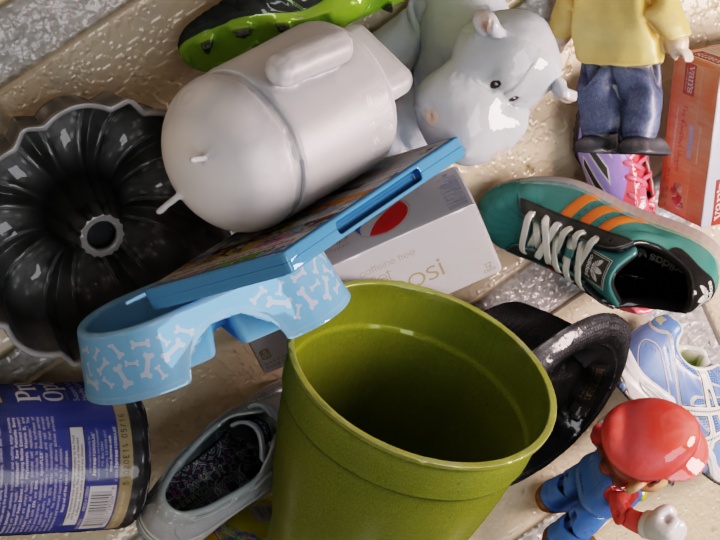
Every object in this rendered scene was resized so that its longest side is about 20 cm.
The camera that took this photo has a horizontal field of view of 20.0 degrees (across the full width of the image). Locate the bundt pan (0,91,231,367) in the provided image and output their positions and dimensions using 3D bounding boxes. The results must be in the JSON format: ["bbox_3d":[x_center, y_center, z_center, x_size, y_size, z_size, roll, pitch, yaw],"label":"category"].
[{"bbox_3d":[-0.195,-0.037,1.461,0.201,0.076,0.202,-10,115,-21],"label":"bundt pan"}]

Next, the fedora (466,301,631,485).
[{"bbox_3d":[0.126,0.085,1.637,0.200,0.092,0.201,-36,153,-22],"label":"fedora"}]

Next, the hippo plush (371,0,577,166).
[{"bbox_3d":[0.100,-0.144,1.501,0.159,0.161,0.200,36,95,-33],"label":"hippo plush"}]

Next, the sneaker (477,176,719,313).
[{"bbox_3d":[0.181,-0.018,1.590,0.200,0.080,0.072,16,116,12],"label":"sneaker"}]

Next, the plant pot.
[{"bbox_3d":[0.017,0.143,1.501,0.200,0.201,0.193,1,129,-26],"label":"plant pot"}]

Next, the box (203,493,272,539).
[{"bbox_3d":[-0.049,0.278,1.646,0.200,0.122,0.193,1,113,-25],"label":"box"}]

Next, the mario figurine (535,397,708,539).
[{"bbox_3d":[0.228,0.174,1.689,0.106,0.124,0.200,-29,167,-36],"label":"mario figurine"}]

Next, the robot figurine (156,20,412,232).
[{"bbox_3d":[-0.055,-0.098,1.400,0.200,0.113,0.170,-33,156,-36],"label":"robot figurine"}]

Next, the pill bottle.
[{"bbox_3d":[-0.262,0.138,1.487,0.200,0.112,0.112,0,112,-26],"label":"pill bottle"}]

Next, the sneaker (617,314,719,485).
[{"bbox_3d":[0.288,0.116,1.757,0.077,0.076,0.200,-44,124,4],"label":"sneaker"}]

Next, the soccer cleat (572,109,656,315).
[{"bbox_3d":[0.214,-0.060,1.645,0.068,0.073,0.200,-13,117,-20],"label":"soccer cleat"}]

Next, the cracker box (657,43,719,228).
[{"bbox_3d":[0.338,-0.120,1.667,0.200,0.058,0.134,-12,118,-34],"label":"cracker box"}]

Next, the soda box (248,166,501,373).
[{"bbox_3d":[0.000,0.000,1.552,0.200,0.064,0.068,-24,122,2],"label":"soda box"}]

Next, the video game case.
[{"bbox_3d":[-0.036,-0.033,1.403,0.200,0.143,0.018,-35,105,-44],"label":"video game case"}]

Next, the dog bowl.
[{"bbox_3d":[-0.107,0.030,1.428,0.200,0.111,0.050,-24,107,-14],"label":"dog bowl"}]

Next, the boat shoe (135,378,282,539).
[{"bbox_3d":[-0.086,0.139,1.552,0.201,0.070,0.072,-39,171,-36],"label":"boat shoe"}]

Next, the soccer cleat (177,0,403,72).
[{"bbox_3d":[-0.040,-0.202,1.470,0.200,0.081,0.068,-22,144,8],"label":"soccer cleat"}]

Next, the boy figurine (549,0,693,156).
[{"bbox_3d":[0.196,-0.188,1.566,0.064,0.124,0.200,-3,93,-55],"label":"boy figurine"}]
